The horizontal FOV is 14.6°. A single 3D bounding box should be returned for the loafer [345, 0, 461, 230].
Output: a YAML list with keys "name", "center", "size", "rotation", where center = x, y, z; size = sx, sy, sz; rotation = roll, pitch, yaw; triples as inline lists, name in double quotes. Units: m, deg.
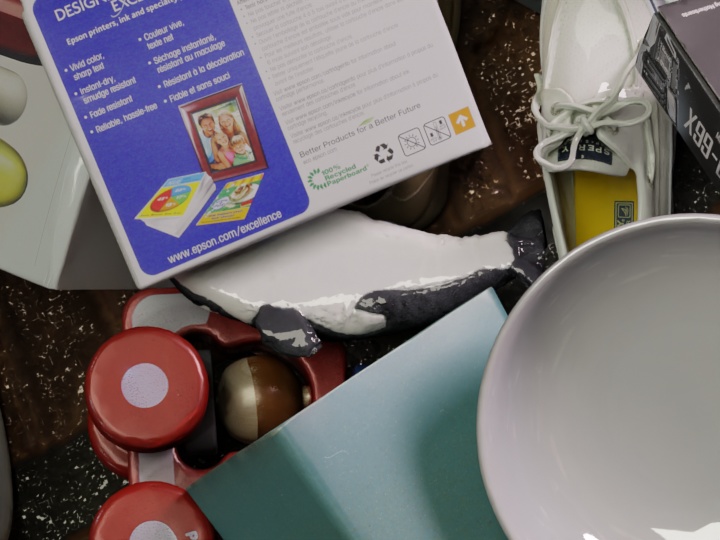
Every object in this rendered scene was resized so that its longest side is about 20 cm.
- name: "loafer"
  center: [0.014, -0.117, 1.504]
  size: [0.076, 0.067, 0.201]
  rotation: [-5, 95, 16]

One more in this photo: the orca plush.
- name: "orca plush"
  center: [0.000, 0.000, 1.479]
  size: [0.199, 0.071, 0.106]
  rotation: [-14, 66, 2]

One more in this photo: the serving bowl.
- name: "serving bowl"
  center: [0.156, 0.069, 1.316]
  size: [0.199, 0.066, 0.201]
  rotation: [1, 99, 7]

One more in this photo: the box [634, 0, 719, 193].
- name: "box"
  center: [0.259, -0.084, 1.385]
  size: [0.199, 0.050, 0.158]
  rotation: [-19, 62, -22]

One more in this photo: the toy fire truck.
- name: "toy fire truck"
  center: [-0.061, 0.108, 1.492]
  size: [0.167, 0.112, 0.201]
  rotation: [-1, 75, -5]

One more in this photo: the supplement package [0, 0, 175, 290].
- name: "supplement package"
  center: [-0.184, -0.108, 1.538]
  size: [0.199, 0.147, 0.192]
  rotation: [21, 98, 23]

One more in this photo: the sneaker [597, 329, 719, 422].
- name: "sneaker"
  center: [0.153, 0.102, 1.390]
  size: [0.114, 0.073, 0.201]
  rotation: [11, 100, 2]

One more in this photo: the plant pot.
- name: "plant pot"
  center: [0.040, 0.142, 1.391]
  size: [0.141, 0.141, 0.200]
  rotation: [-32, 88, -26]

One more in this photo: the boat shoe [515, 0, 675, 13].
- name: "boat shoe"
  center: [0.157, -0.171, 1.497]
  size: [0.199, 0.071, 0.091]
  rotation: [19, 81, 17]

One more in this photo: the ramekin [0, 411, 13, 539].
- name: "ramekin"
  center: [-0.261, 0.087, 1.515]
  size: [0.105, 0.200, 0.201]
  rotation: [-14, 72, 5]

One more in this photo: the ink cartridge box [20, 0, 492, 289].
- name: "ink cartridge box"
  center: [-0.060, -0.119, 1.417]
  size: [0.197, 0.047, 0.201]
  rotation: [-22, 102, -2]

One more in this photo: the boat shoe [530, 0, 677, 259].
- name: "boat shoe"
  center: [0.118, -0.065, 1.434]
  size: [0.074, 0.086, 0.203]
  rotation: [1, 99, 20]

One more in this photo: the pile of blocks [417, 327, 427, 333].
- name: "pile of blocks"
  center: [0.104, 0.072, 1.453]
  size: [0.199, 0.062, 0.082]
  rotation: [8, 79, 22]
